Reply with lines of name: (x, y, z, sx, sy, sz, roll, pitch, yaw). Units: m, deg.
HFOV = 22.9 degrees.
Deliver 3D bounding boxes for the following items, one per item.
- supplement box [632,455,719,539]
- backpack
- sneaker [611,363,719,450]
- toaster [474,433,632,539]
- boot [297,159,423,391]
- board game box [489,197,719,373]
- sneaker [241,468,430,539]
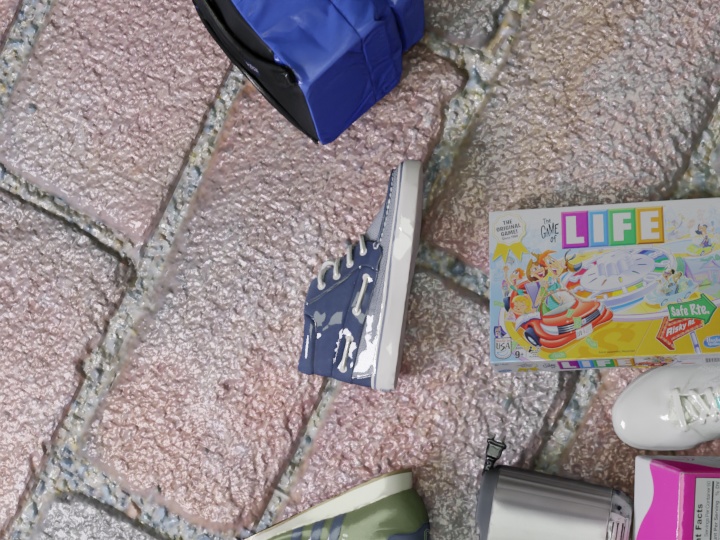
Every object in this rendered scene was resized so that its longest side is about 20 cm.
supplement box: (0.325, 0.203, 1.412, 0.198, 0.101, 0.105, 4, 91, -11)
backpack: (-0.053, -0.235, 1.504, 0.168, 0.163, 0.200, -40, 73, -11)
sneaker: (0.302, 0.105, 1.458, 0.198, 0.088, 0.076, -13, 89, 12)
toaster: (0.155, 0.245, 1.481, 0.128, 0.114, 0.202, 8, 88, 8)
boot: (0.000, 0.000, 1.531, 0.089, 0.073, 0.202, 9, 93, 6)
board game box: (0.207, 0.013, 1.486, 0.198, 0.034, 0.136, -4, 71, 12)
sneaker: (-0.030, 0.250, 1.541, 0.199, 0.067, 0.091, -25, 80, 8)
